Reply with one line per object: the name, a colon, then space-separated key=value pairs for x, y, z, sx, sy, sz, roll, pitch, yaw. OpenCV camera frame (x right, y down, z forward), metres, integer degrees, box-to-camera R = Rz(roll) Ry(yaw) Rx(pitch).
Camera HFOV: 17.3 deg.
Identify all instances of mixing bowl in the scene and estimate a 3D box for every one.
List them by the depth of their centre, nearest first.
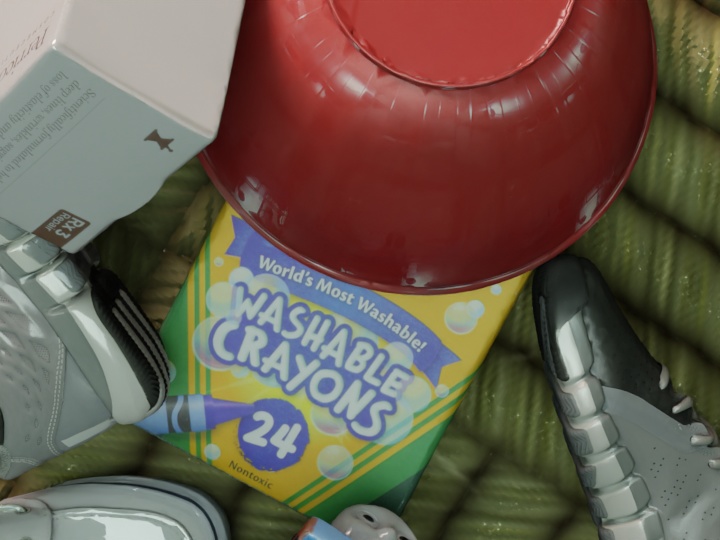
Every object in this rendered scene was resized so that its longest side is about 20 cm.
mixing bowl: x=0.028 y=-0.100 z=0.911 sx=0.200 sy=0.108 sz=0.200 roll=2 pitch=76 yaw=-6

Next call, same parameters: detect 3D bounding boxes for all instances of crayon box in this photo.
crayon box: x=0.000 y=0.000 z=0.991 sx=0.126 sy=0.052 sz=0.200 roll=28 pitch=99 yaw=1

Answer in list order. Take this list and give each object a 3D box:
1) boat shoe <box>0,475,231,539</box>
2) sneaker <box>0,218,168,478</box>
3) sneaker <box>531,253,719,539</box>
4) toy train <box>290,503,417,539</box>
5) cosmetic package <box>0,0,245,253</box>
boat shoe: x=-0.156 y=0.136 z=1.014 sx=0.200 sy=0.067 sz=0.074 roll=-13 pitch=92 yaw=7
sneaker: x=-0.173 y=-0.003 z=0.930 sx=0.115 sy=0.075 sz=0.200 roll=-32 pitch=97 yaw=9
sneaker: x=0.146 y=0.072 z=0.981 sx=0.115 sy=0.075 sz=0.200 roll=-18 pitch=108 yaw=2
toy train: x=-0.037 y=0.174 z=0.961 sx=0.087 sy=0.114 sz=0.200 roll=30 pitch=123 yaw=-8
cosmetic package: x=-0.092 y=-0.118 z=0.886 sx=0.074 sy=0.200 sz=0.102 roll=29 pitch=139 yaw=-24
